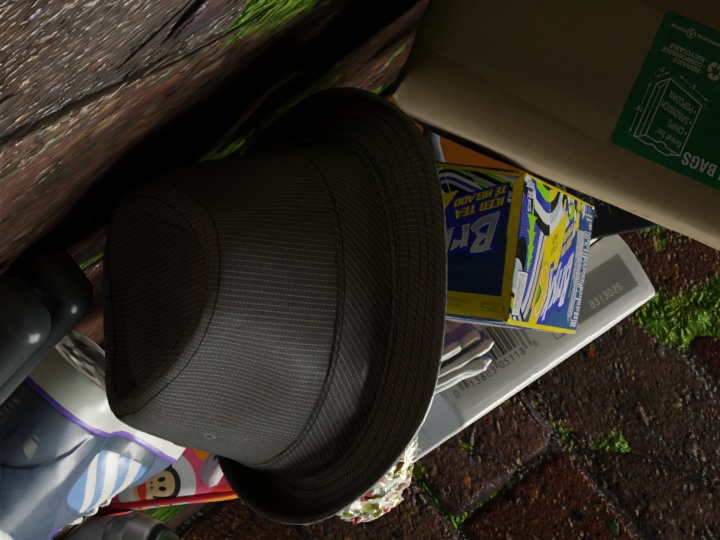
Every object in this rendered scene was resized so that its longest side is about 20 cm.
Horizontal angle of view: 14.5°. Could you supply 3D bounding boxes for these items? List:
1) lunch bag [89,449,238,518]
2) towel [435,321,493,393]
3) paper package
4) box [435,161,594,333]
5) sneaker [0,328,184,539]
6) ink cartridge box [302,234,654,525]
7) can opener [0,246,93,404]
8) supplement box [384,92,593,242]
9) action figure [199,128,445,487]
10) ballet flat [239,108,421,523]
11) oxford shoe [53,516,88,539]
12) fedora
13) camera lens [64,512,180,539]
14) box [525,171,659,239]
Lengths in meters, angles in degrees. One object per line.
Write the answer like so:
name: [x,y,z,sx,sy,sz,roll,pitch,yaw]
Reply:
lunch bag: [-0.082,0.098,1.652,0.175,0.083,0.200,-5,178,0]
towel: [-0.025,0.030,1.452,0.146,0.024,0.200,-25,-151,-4]
paper package: [0.126,-0.074,1.197,0.191,0.199,0.104,-2,115,-82]
box: [0.052,-0.009,1.243,0.200,0.070,0.065,15,82,-77]
sneaker: [-0.164,0.106,1.372,0.147,0.080,0.200,-51,169,0]
ink cartridge box: [0.055,0.062,1.595,0.162,0.050,0.200,-32,178,-34]
can opener: [-0.163,0.067,1.189,0.053,0.067,0.200,-35,175,-44]
supplement box: [0.096,-0.071,1.559,0.073,0.126,0.200,-39,175,18]
action figure: [0.000,0.000,1.358,0.199,0.150,0.134,-11,163,-36]
ballet flat: [-0.010,0.027,1.267,0.075,0.201,0.064,-24,-160,-25]
oxford shoe: [-0.193,0.121,1.484,0.200,0.073,0.084,-38,174,-12]
fedora: [-0.050,0.012,1.147,0.090,0.178,0.200,5,174,-26]
camera lens: [-0.186,0.222,1.571,0.198,0.161,0.160,-7,-179,9]
box: [0.190,-0.095,1.379,0.199,0.108,0.148,-12,-171,28]
